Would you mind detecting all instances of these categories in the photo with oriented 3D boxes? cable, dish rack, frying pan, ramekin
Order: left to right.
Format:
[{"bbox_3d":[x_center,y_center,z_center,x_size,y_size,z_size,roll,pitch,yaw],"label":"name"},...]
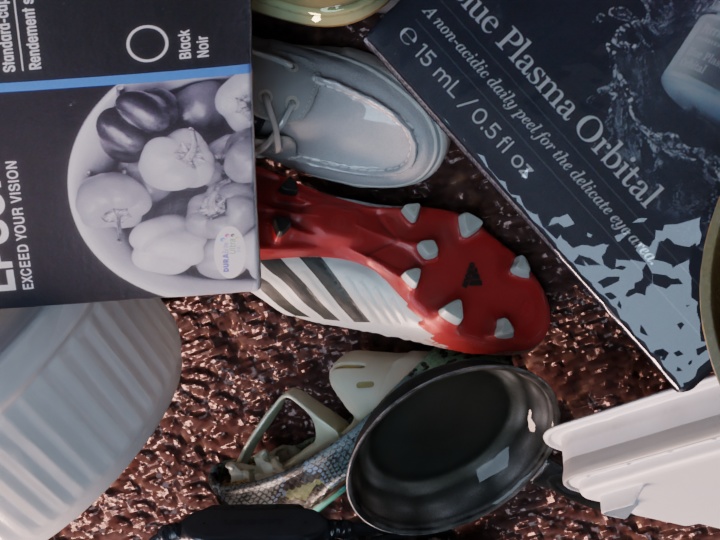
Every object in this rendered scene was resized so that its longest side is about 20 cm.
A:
[{"bbox_3d":[-0.181,0.063,0.930,0.202,0.203,0.094,-30,115,26],"label":"ramekin"},{"bbox_3d":[-0.027,0.180,0.976,0.199,0.051,0.164,-2,146,-5],"label":"cable"},{"bbox_3d":[0.078,0.084,0.903,0.189,0.031,0.115,-4,130,-25],"label":"frying pan"},{"bbox_3d":[0.202,0.089,0.828,0.171,0.044,0.200,15,155,-34],"label":"dish rack"}]

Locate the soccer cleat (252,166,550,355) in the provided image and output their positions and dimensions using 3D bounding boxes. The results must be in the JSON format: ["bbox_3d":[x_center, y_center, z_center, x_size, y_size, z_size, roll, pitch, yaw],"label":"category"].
[{"bbox_3d":[0.000,0.000,0.920,0.199,0.069,0.085,17,155,-9],"label":"soccer cleat"}]

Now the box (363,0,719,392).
[{"bbox_3d":[0.142,-0.089,0.750,0.200,0.117,0.197,-43,84,8],"label":"box"}]

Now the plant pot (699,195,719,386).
[{"bbox_3d":[0.239,0.036,0.646,0.185,0.187,0.200,-14,150,21],"label":"plant pot"}]

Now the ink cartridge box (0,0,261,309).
[{"bbox_3d":[-0.144,-0.070,0.782,0.199,0.044,0.199,-4,129,-5],"label":"ink cartridge box"}]

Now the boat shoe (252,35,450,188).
[{"bbox_3d":[-0.054,-0.087,0.887,0.199,0.069,0.072,26,119,4],"label":"boat shoe"}]

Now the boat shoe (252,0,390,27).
[{"bbox_3d":[-0.063,-0.182,0.805,0.200,0.073,0.063,38,151,22],"label":"boat shoe"}]

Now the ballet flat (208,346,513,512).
[{"bbox_3d":[-0.009,0.083,0.957,0.200,0.074,0.074,-38,100,25],"label":"ballet flat"}]

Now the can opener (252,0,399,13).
[{"bbox_3d":[-0.052,-0.145,0.843,0.199,0.067,0.053,-5,110,3],"label":"can opener"}]
